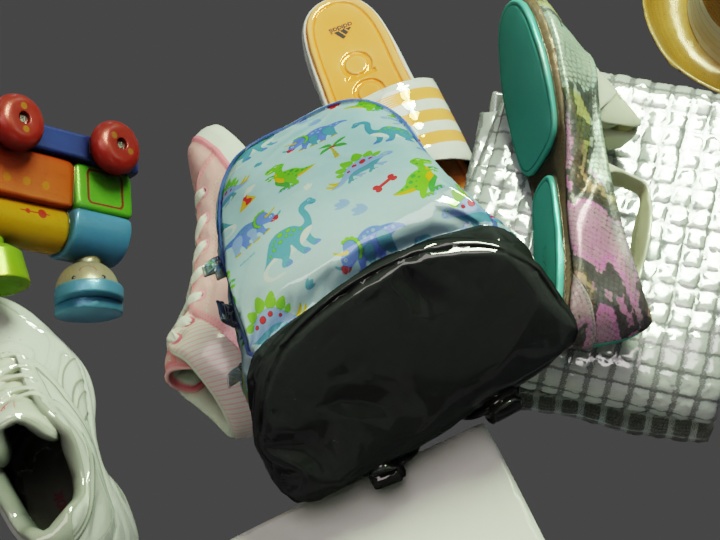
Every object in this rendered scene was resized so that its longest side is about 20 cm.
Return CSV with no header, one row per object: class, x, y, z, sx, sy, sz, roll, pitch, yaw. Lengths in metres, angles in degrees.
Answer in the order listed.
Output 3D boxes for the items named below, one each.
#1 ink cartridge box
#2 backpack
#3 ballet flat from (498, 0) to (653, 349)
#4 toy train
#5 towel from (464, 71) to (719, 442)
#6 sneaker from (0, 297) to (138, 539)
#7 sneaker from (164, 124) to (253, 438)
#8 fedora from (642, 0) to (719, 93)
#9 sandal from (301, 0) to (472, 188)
ink cartridge box,0.042,0.210,0.730,0.143,0.148,0.201,-23,61,-4
backpack,0.000,0.000,0.763,0.162,0.200,0.155,-30,103,5
ballet flat,0.119,-0.054,0.809,0.070,0.069,0.203,0,67,-15
toy train,-0.220,-0.038,0.883,0.084,0.199,0.117,-24,65,40
towel,0.136,-0.012,0.864,0.163,0.086,0.202,11,66,10
sneaker,-0.188,0.084,0.855,0.077,0.100,0.201,-29,62,-8
sneaker,-0.084,0.009,0.893,0.104,0.076,0.202,-24,66,-11
fedora,0.273,-0.199,0.945,0.198,0.082,0.203,-4,62,7
sandal,0.010,-0.104,0.947,0.078,0.059,0.208,-24,63,-6
